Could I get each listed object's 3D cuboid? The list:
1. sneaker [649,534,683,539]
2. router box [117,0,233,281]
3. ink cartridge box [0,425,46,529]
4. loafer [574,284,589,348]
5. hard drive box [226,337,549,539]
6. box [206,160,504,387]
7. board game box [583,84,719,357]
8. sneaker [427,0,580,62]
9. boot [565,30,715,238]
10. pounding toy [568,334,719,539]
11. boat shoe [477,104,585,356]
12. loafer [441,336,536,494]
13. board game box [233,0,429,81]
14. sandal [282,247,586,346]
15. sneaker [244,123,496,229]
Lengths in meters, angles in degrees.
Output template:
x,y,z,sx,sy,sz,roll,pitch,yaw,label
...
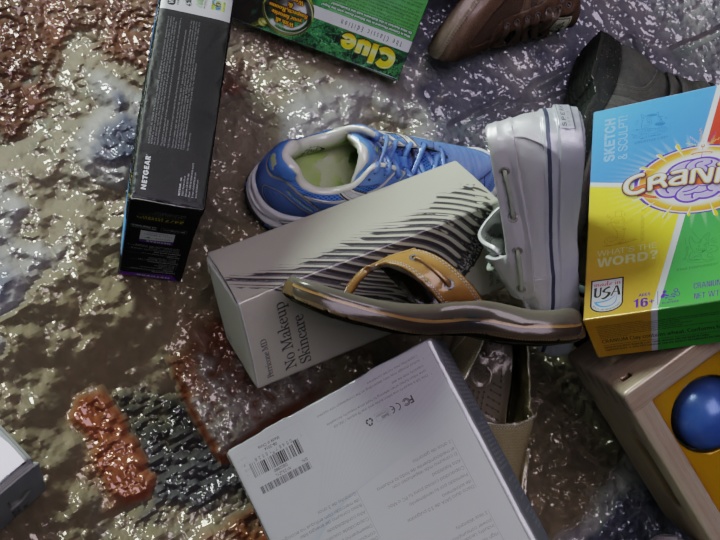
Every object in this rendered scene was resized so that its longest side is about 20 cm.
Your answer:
x,y,z,sx,sy,sz,roll,pitch,yaw,label
0.190,0.222,0.751,0.074,0.200,0.101,-15,64,22,sneaker
-0.125,-0.110,0.778,0.051,0.149,0.202,9,70,-12,router box
-0.287,0.079,0.675,0.200,0.146,0.083,46,69,4,ink cartridge box
0.223,0.073,0.853,0.198,0.072,0.063,25,74,-8,loafer
0.030,0.169,0.733,0.155,0.077,0.201,-29,79,8,hard drive box
0.000,0.000,0.794,0.198,0.083,0.068,-23,40,-15,box
0.229,-0.042,0.759,0.152,0.040,0.201,-10,45,24,board game box
0.141,-0.221,0.927,0.076,0.070,0.200,45,68,2,sneaker
0.222,-0.089,0.908,0.130,0.068,0.202,23,68,-9,boot
0.286,0.101,0.771,0.183,0.142,0.201,-35,104,-3,pounding toy
0.112,-0.024,0.763,0.066,0.202,0.074,-3,38,5,boat shoe
0.083,0.124,0.798,0.075,0.067,0.202,6,71,-12,loafer
-0.045,-0.227,0.869,0.198,0.105,0.024,20,28,-8,board game box
0.049,0.015,0.723,0.198,0.082,0.055,5,85,-6,sandal
0.017,-0.066,0.840,0.198,0.077,0.077,-6,72,-18,sneaker
